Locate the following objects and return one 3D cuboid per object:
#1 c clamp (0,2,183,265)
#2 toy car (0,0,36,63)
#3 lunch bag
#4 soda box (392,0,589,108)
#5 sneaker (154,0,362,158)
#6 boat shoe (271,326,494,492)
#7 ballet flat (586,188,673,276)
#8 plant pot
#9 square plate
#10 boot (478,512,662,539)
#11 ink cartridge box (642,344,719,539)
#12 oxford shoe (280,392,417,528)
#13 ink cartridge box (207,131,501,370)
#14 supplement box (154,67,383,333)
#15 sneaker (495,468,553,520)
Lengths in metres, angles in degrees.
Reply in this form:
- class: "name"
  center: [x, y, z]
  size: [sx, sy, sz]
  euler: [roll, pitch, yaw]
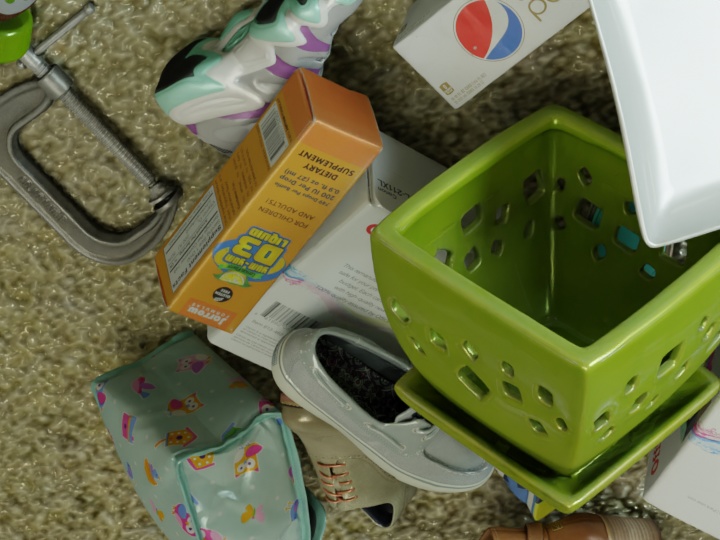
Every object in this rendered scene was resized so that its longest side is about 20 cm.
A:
- class: "c clamp"
  center: [-0.213, -0.092, 1.784]
  size: [0.170, 0.027, 0.200]
  euler: [-25, 116, 30]
- class: "toy car"
  center: [-0.315, -0.200, 1.619]
  size: [0.157, 0.200, 0.165]
  euler: [18, 130, 3]
- class: "lunch bag"
  center: [-0.116, 0.176, 1.860]
  size: [0.122, 0.170, 0.201]
  euler: [-28, 123, -19]
- class: "soda box"
  center: [0.117, -0.200, 1.581]
  size: [0.068, 0.064, 0.200]
  euler: [42, 125, -16]
- class: "sneaker"
  center: [-0.039, -0.137, 1.675]
  size: [0.200, 0.078, 0.140]
  euler: [-27, 120, 36]
- class: "boat shoe"
  center: [0.027, 0.105, 1.710]
  size: [0.200, 0.070, 0.071]
  euler: [32, 156, -20]
- class: "ballet flat"
  center: [0.201, -0.006, 1.702]
  size: [0.068, 0.067, 0.201]
  euler: [13, 128, 13]
- class: "plant pot"
  center: [0.140, 0.036, 1.581]
  size: [0.200, 0.199, 0.182]
  euler: [32, 141, 32]
- class: "square plate"
  center: [0.254, -0.135, 1.518]
  size: [0.197, 0.028, 0.201]
  euler: [-15, 96, -12]
- class: "boot"
  center: [0.154, 0.286, 1.893]
  size: [0.154, 0.077, 0.201]
  euler: [0, 128, -21]
- class: "ink cartridge box"
  center: [0.295, 0.081, 1.689]
  size: [0.084, 0.145, 0.200]
  euler: [26, 129, -6]
- class: "oxford shoe"
  center: [-0.006, 0.149, 1.799]
  size: [0.070, 0.074, 0.200]
  euler: [8, 162, 35]
- class: "ink cartridge box"
  center: [0.000, 0.000, 1.732]
  size: [0.145, 0.083, 0.200]
  euler: [27, 131, -30]
- class: "supplement box"
  center: [-0.069, -0.048, 1.654]
  size: [0.066, 0.069, 0.200]
  euler: [20, 125, -31]
- class: "sneaker"
  center: [0.136, 0.116, 1.787]
  size: [0.082, 0.074, 0.200]
  euler: [49, 155, 28]
